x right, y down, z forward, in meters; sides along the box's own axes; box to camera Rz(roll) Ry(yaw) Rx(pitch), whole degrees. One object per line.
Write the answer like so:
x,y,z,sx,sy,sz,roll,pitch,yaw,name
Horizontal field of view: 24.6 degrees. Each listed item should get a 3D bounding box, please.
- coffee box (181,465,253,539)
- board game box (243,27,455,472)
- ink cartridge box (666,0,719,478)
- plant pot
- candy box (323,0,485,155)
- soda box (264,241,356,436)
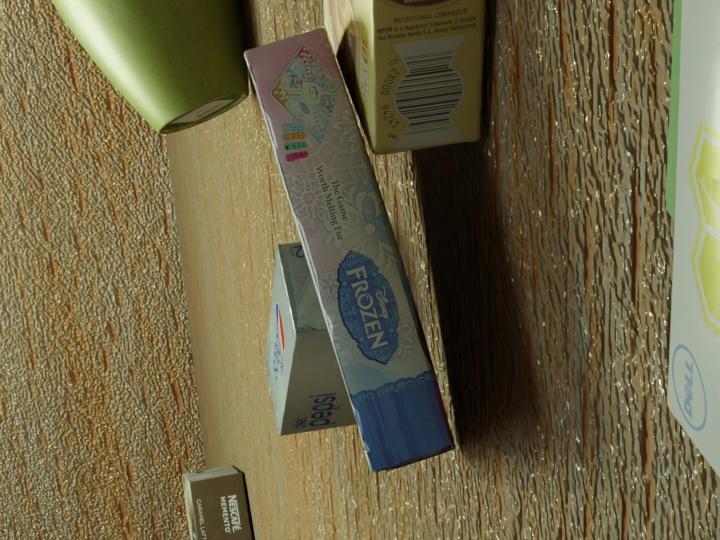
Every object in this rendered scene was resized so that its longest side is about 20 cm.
-0.210,0.350,2.402,0.200,0.080,0.115,163,98,-80,coffee box
0.000,0.000,0.829,0.200,0.043,0.199,62,-171,-83,board game box
0.099,-0.027,0.409,0.200,0.048,0.146,-119,22,-57,ink cartridge box
-0.184,-0.236,1.531,0.200,0.187,0.187,65,169,3,plant pot
0.016,-0.165,0.721,0.115,0.055,0.200,-110,14,-48,candy box
-0.022,0.046,1.094,0.200,0.068,0.064,104,156,-65,soda box
